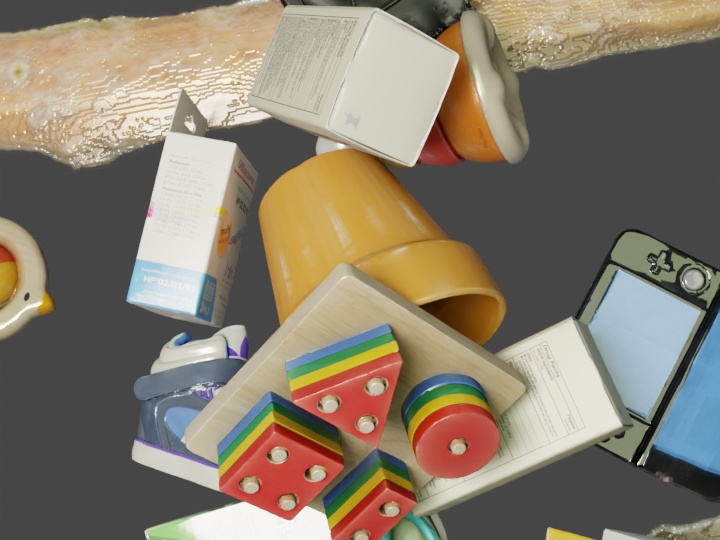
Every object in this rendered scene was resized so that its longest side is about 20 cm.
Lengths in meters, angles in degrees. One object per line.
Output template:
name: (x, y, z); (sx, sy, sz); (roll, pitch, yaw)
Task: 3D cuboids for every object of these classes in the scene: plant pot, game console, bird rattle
plant pot: (0.000, 0.000, 0.936); (0.200, 0.200, 0.183); (-26, 65, 0)
game console: (0.272, 0.074, 0.930); (0.172, 0.119, 0.200); (28, 84, 8)
bird rattle: (-0.385, 0.013, 1.022); (0.163, 0.113, 0.200); (-24, 67, -11)

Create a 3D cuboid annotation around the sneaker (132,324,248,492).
sneaker: (-0.111, 0.123, 0.957); (0.200, 0.081, 0.147); (11, 80, 25)

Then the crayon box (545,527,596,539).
crayon box: (0.201, 0.338, 0.930); (0.127, 0.051, 0.200); (15, 84, 6)

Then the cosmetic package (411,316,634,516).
cosmetic package: (0.124, 0.130, 0.926); (0.200, 0.071, 0.105); (-26, 73, 17)

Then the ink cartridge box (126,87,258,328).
ink cartridge box: (-0.148, -0.055, 0.983); (0.068, 0.115, 0.200); (11, 83, 6)

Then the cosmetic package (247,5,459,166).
cosmetic package: (-0.013, -0.161, 0.894); (0.087, 0.200, 0.103); (22, 95, -27)

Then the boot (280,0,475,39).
boot: (0.007, -0.278, 1.026); (0.162, 0.073, 0.198); (-31, 88, 2)

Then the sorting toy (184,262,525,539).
sorting toy: (0.003, 0.125, 0.822); (0.200, 0.070, 0.199); (32, 112, -29)

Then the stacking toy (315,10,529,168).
stacking toy: (0.047, -0.145, 0.990); (0.200, 0.146, 0.146); (-17, 80, 18)

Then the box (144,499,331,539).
box: (-0.084, 0.279, 0.971); (0.200, 0.036, 0.145); (-16, 80, 1)

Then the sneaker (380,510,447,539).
sneaker: (0.063, 0.293, 0.934); (0.077, 0.080, 0.200); (-28, 81, 0)

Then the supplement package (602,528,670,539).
supplement package: (0.299, 0.290, 0.856); (0.200, 0.117, 0.117); (17, 83, -25)
